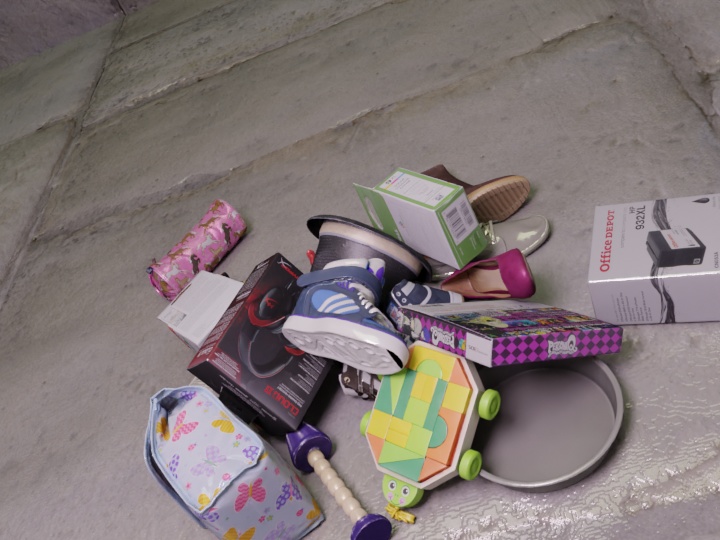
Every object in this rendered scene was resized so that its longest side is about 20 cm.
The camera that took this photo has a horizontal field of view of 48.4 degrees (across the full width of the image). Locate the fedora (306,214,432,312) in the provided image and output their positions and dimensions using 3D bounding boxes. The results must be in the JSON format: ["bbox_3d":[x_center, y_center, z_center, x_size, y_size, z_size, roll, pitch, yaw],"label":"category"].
[{"bbox_3d":[0.000,0.000,1.147,0.199,0.200,0.092,13,72,40],"label":"fedora"}]

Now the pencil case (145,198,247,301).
[{"bbox_3d":[-0.290,-0.037,1.426,0.200,0.087,0.083,-48,11,-25],"label":"pencil case"}]

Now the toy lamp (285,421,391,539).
[{"bbox_3d":[-0.034,0.252,0.959,0.058,0.059,0.200,-35,41,-10],"label":"toy lamp"}]

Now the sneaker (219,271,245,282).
[{"bbox_3d":[-0.199,0.054,1.272,0.090,0.070,0.199,-45,39,-17],"label":"sneaker"}]

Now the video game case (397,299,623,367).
[{"bbox_3d":[0.172,0.069,0.942,0.198,0.036,0.181,-2,9,-31],"label":"video game case"}]

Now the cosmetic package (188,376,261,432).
[{"bbox_3d":[-0.141,0.121,1.132,0.103,0.087,0.201,-8,39,49],"label":"cosmetic package"}]

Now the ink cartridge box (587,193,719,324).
[{"bbox_3d":[0.390,-0.015,0.987,0.198,0.084,0.146,-5,43,27],"label":"ink cartridge box"}]

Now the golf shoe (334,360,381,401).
[{"bbox_3d":[0.027,0.147,1.042,0.094,0.078,0.200,-44,35,6],"label":"golf shoe"}]

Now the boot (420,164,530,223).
[{"bbox_3d":[0.154,-0.130,1.270,0.198,0.073,0.167,-27,39,7],"label":"boot"}]

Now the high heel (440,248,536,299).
[{"bbox_3d":[0.166,0.018,1.049,0.095,0.068,0.200,-20,-2,-3],"label":"high heel"}]

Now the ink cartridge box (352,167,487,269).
[{"bbox_3d":[0.082,-0.082,1.144,0.059,0.104,0.199,-40,34,-18],"label":"ink cartridge box"}]

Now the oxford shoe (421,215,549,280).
[{"bbox_3d":[0.178,-0.041,1.168,0.198,0.058,0.076,-17,37,11],"label":"oxford shoe"}]

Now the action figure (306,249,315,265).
[{"bbox_3d":[-0.057,0.035,1.231,0.065,0.052,0.200,-30,40,-9],"label":"action figure"}]

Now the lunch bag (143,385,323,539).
[{"bbox_3d":[-0.164,0.241,0.955,0.127,0.170,0.199,-42,43,-14],"label":"lunch bag"}]

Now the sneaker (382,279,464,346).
[{"bbox_3d":[0.077,0.088,1.029,0.107,0.071,0.201,19,36,-8],"label":"sneaker"}]

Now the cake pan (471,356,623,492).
[{"bbox_3d":[0.203,0.170,0.923,0.198,0.037,0.201,-16,39,14],"label":"cake pan"}]

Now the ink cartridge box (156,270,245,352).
[{"bbox_3d":[-0.220,0.063,1.169,0.109,0.050,0.199,-49,27,-16],"label":"ink cartridge box"}]

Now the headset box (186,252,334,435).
[{"bbox_3d":[-0.116,0.104,1.038,0.075,0.148,0.201,-25,28,54],"label":"headset box"}]

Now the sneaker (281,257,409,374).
[{"bbox_3d":[0.005,0.038,0.973,0.199,0.081,0.147,6,53,45],"label":"sneaker"}]

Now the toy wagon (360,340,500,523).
[{"bbox_3d":[0.068,0.186,0.911,0.154,0.039,0.202,14,82,38],"label":"toy wagon"}]
